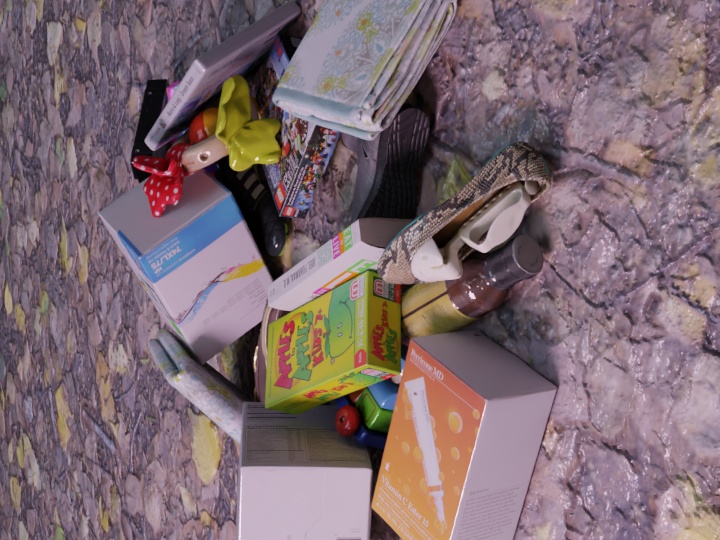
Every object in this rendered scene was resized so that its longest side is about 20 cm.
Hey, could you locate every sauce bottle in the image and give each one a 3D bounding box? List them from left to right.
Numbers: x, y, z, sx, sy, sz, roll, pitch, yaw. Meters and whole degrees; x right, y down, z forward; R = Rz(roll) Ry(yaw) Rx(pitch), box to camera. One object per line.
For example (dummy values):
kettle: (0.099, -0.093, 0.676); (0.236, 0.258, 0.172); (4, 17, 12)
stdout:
sauce bottle: (0.105, 0.021, 0.994); (0.199, 0.064, 0.066); (-32, 68, 51)

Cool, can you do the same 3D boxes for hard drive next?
hard drive: (-0.300, -0.171, 1.471); (0.202, 0.037, 0.141); (-94, 0, -46)

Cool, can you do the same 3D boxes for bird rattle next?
bird rattle: (-0.190, -0.155, 1.245); (0.198, 0.113, 0.164); (-33, 21, 20)

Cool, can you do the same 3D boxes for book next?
book: (0.000, 0.000, 1.079); (0.199, 0.131, 0.049); (-34, 56, 51)

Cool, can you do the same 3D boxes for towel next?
towel: (-0.208, 0.165, 1.351); (0.048, 0.171, 0.200); (-50, 25, -5)
towel: (0.000, -0.236, 1.069); (0.199, 0.048, 0.173); (26, 83, 50)

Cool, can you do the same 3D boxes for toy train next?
toy train: (0.004, 0.101, 1.147); (0.117, 0.084, 0.201); (-58, 37, 18)

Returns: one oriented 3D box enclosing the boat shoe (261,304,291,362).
boat shoe: (-0.076, 0.131, 1.249); (0.071, 0.071, 0.204); (17, 115, 53)

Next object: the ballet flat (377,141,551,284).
ballet flat: (0.099, -0.038, 0.937); (0.199, 0.068, 0.076); (-40, 43, 16)

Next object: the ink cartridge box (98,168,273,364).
ink cartridge box: (-0.222, -0.015, 1.318); (0.146, 0.145, 0.202); (37, 157, 46)

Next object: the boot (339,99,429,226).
boot: (0.013, -0.118, 1.125); (0.132, 0.069, 0.203); (50, 127, 50)

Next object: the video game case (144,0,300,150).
video game case: (-0.178, -0.252, 1.274); (0.024, 0.200, 0.182); (47, 139, -3)

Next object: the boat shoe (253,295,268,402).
boat shoe: (-0.109, 0.109, 1.305); (0.059, 0.071, 0.204); (20, 115, 49)

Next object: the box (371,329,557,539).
box: (0.099, 0.180, 0.988); (0.124, 0.096, 0.204); (36, 121, 47)

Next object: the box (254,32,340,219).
box: (-0.087, -0.183, 1.237); (0.138, 0.037, 0.202); (-64, 33, 35)

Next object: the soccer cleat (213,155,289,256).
soccer cleat: (-0.159, -0.100, 1.344); (0.068, 0.080, 0.202); (-55, 50, 41)

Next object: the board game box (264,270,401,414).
board game box: (-0.034, 0.084, 1.084); (0.199, 0.047, 0.104); (-28, 54, 48)

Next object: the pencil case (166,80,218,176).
pencil case: (-0.243, -0.181, 1.455); (0.088, 0.087, 0.205); (-5, 88, 54)

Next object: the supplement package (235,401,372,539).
supplement package: (-0.070, 0.277, 1.135); (0.200, 0.144, 0.196); (-116, 29, -76)
